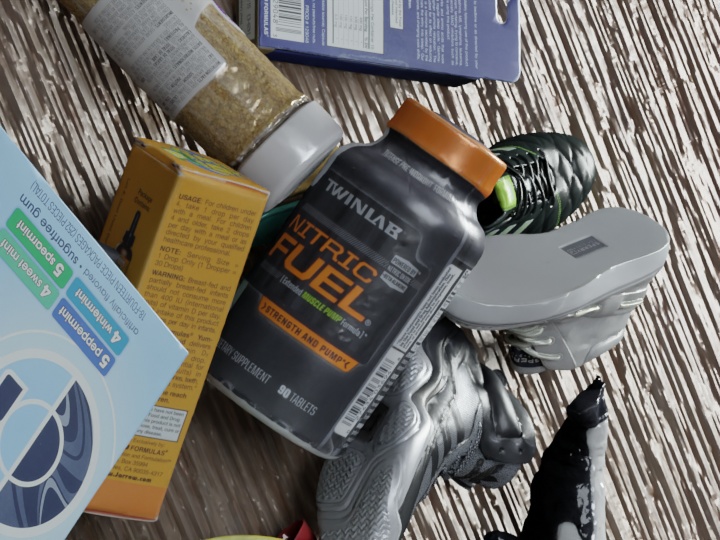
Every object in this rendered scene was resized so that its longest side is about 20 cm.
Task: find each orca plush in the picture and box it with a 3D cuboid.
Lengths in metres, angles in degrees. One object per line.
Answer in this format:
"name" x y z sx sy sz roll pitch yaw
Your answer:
"orca plush" 0.113 0.165 1.820 0.071 0.105 0.200 -2 124 -10

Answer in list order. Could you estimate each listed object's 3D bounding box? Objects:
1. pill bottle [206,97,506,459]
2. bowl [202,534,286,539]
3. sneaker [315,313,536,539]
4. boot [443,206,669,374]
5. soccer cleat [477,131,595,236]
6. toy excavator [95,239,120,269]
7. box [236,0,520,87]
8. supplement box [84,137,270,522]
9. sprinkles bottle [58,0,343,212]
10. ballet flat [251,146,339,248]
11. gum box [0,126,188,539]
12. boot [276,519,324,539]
"pill bottle" 0.000 0.000 1.714 0.106 0.106 0.200 34 92 -27
"bowl" -0.061 0.248 1.643 0.201 0.094 0.201 0 82 1
"sneaker" 0.045 0.113 1.777 0.114 0.075 0.200 37 46 -27
"boot" 0.111 0.028 1.835 0.200 0.074 0.096 -14 133 -44
"soccer cleat" 0.081 -0.044 1.845 0.200 0.081 0.068 -18 93 -37
"toy excavator" -0.217 0.084 1.583 0.100 0.194 0.200 26 39 -30
"box" 0.012 -0.181 1.849 0.200 0.032 0.121 6 79 -34
"supplement box" -0.119 0.033 1.645 0.069 0.067 0.200 11 103 -33
"sprinkles bottle" -0.101 -0.125 1.699 0.200 0.068 0.068 46 57 1
"ballet flat" -0.086 -0.036 1.745 0.200 0.069 0.063 -18 65 -39
"gum box" -0.189 0.059 1.409 0.170 0.045 0.200 53 57 -34
"boot" 0.011 0.214 1.757 0.200 0.072 0.144 -2 82 -33
